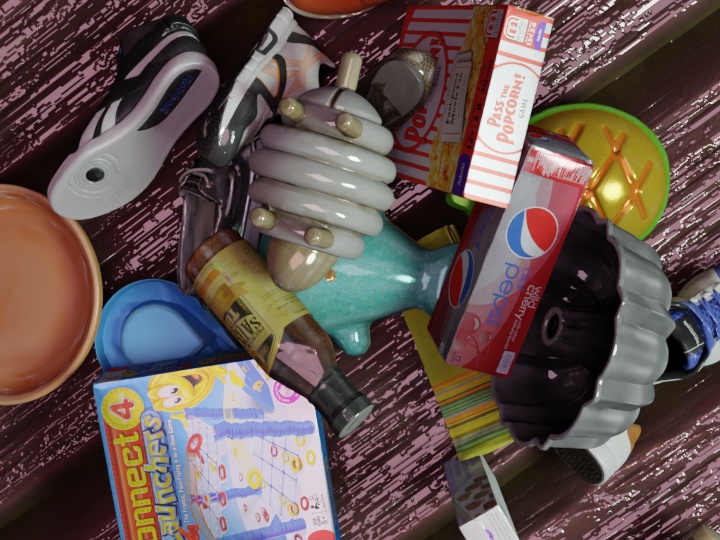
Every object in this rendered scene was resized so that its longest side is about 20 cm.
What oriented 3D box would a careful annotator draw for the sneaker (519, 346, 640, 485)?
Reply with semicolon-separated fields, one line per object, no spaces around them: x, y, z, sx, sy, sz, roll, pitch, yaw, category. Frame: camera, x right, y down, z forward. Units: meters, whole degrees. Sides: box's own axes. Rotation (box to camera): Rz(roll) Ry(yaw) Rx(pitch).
0.180;0.098;1.202;0.084;0.073;0.201;-37;86;-28;sneaker

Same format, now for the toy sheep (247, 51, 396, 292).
-0.031;-0.080;1.057;0.136;0.138;0.203;20;91;0;toy sheep

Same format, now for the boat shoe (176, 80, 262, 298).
-0.128;-0.071;1.164;0.071;0.070;0.204;6;95;46;boat shoe

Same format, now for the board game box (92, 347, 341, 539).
-0.127;0.177;1.171;0.193;0.056;0.203;-9;98;2;board game box

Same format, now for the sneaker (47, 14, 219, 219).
-0.210;-0.143;1.166;0.200;0.113;0.073;-41;135;15;sneaker

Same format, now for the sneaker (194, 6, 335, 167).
-0.076;-0.151;1.115;0.080;0.201;0.074;39;134;-12;sneaker

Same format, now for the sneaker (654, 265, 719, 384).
0.289;0.056;1.133;0.197;0.115;0.082;-25;88;-14;sneaker

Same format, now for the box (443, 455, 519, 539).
0.104;0.203;1.141;0.038;0.200;0.042;-29;96;3;box

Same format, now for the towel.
0.087;0.066;1.175;0.085;0.018;0.202;-27;79;27;towel

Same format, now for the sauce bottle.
-0.067;0.054;1.098;0.066;0.066;0.200;-45;74;8;sauce bottle

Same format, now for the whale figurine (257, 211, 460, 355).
0.000;0.000;1.152;0.197;0.104;0.162;12;99;17;whale figurine

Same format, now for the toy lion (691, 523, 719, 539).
0.384;0.331;1.174;0.069;0.191;0.200;-50;53;8;toy lion

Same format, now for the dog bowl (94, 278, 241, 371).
-0.159;0.095;1.215;0.111;0.050;0.200;-41;94;7;dog bowl

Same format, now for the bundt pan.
0.188;0.054;1.067;0.075;0.202;0.205;15;99;-20;bundt pan

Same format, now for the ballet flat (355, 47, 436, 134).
0.008;-0.139;1.128;0.067;0.200;0.046;47;54;-4;ballet flat

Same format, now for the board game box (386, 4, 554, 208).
0.080;-0.144;1.092;0.046;0.200;0.154;11;96;-23;board game box

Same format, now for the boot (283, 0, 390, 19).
0.020;-0.269;1.129;0.197;0.107;0.076;-13;99;6;boot

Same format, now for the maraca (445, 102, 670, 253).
0.175;-0.080;1.146;0.196;0.107;0.140;4;98;2;maraca

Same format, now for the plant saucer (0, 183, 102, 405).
-0.327;0.022;1.202;0.197;0.037;0.204;1;92;13;plant saucer

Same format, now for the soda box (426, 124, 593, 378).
0.123;-0.017;1.079;0.063;0.070;0.202;14;110;-17;soda box
